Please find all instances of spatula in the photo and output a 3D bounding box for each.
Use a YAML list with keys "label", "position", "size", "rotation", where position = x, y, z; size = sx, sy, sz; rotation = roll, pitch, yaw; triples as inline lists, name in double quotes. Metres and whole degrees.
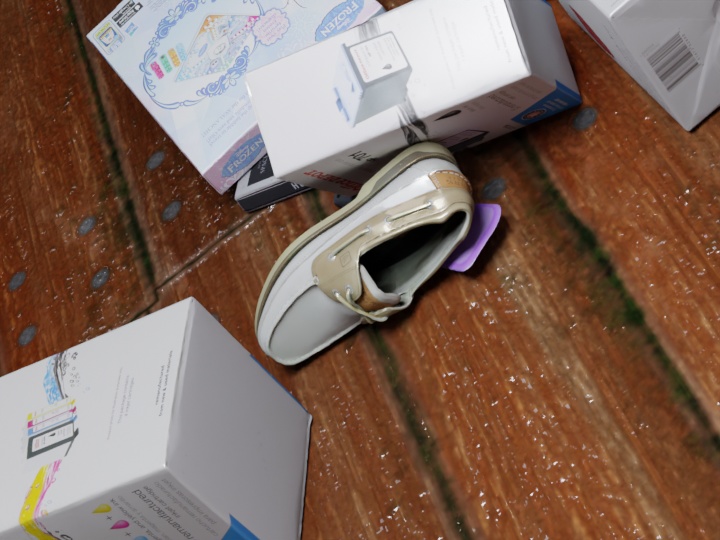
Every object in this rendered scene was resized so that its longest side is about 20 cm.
- label: "spatula"
  position: [0.037, -0.040, 1.338]
  size: [0.199, 0.021, 0.057]
  rotation: [22, 75, 52]

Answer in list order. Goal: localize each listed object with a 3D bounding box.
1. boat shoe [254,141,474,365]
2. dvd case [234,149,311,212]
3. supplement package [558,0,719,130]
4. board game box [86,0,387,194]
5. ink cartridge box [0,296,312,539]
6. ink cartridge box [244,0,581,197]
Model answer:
- label: "boat shoe"
  position: [0.000, 0.000, 1.277]
  size: [0.200, 0.074, 0.069]
  rotation: [-48, 39, 19]
- label: "dvd case"
  position: [-0.008, -0.136, 1.473]
  size: [0.199, 0.025, 0.151]
  rotation: [-19, 43, 29]
- label: "supplement package"
  position: [0.203, -0.214, 1.268]
  size: [0.120, 0.121, 0.200]
  rotation: [-40, 36, 6]
- label: "board game box"
  position: [-0.101, -0.198, 1.513]
  size: [0.200, 0.043, 0.199]
  rotation: [-42, 56, 1]
- label: "ink cartridge box"
  position: [-0.158, 0.144, 1.238]
  size: [0.199, 0.147, 0.146]
  rotation: [-23, 41, 26]
- label: "ink cartridge box"
  position: [0.040, -0.130, 1.294]
  size: [0.198, 0.146, 0.087]
  rotation: [-22, 79, 19]
